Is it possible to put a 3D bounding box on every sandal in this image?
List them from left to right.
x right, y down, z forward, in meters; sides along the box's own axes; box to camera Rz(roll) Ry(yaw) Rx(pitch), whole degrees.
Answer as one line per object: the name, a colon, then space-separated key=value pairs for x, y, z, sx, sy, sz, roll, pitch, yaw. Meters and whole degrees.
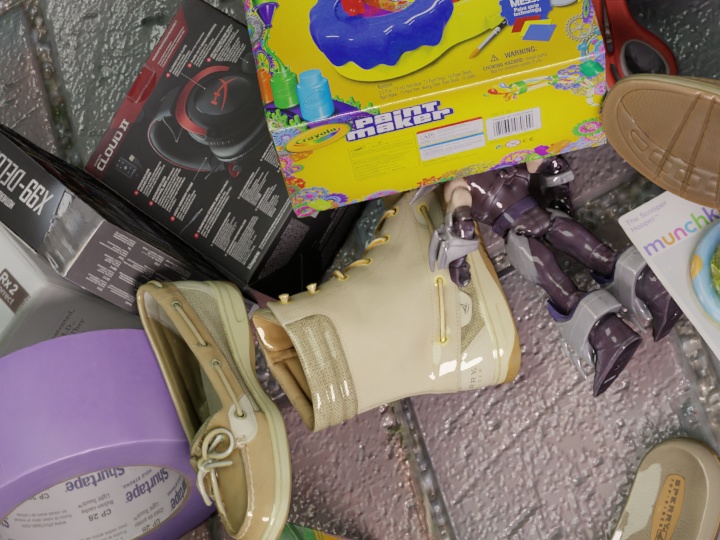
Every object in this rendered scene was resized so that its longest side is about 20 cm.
sandal: x=0.169 y=0.195 z=1.353 sx=0.080 sy=0.054 sz=0.202 roll=8 pitch=80 yaw=33

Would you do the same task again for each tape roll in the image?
tape roll: x=-0.188 y=0.126 z=1.505 sx=0.199 sy=0.200 sz=0.086 roll=-30 pitch=62 yaw=20

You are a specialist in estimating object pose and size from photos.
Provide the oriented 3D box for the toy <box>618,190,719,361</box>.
toy: x=0.253 y=0.007 z=1.338 sx=0.114 sy=0.047 sz=0.201 roll=-27 pitch=62 yaw=-11

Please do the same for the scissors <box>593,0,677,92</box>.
scissors: x=0.143 y=-0.183 z=1.418 sx=0.073 sy=0.201 sz=0.014 roll=-11 pitch=35 yaw=19

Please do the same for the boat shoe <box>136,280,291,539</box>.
boat shoe: x=-0.093 y=0.088 z=1.412 sx=0.073 sy=0.063 sz=0.202 roll=-57 pitch=38 yaw=43

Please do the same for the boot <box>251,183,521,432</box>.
boot: x=0.000 y=0.000 z=1.462 sx=0.154 sy=0.073 sz=0.201 roll=-15 pitch=67 yaw=-16

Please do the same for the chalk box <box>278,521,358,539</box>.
chalk box: x=-0.003 y=0.274 z=1.394 sx=0.124 sy=0.124 sz=0.200 roll=-46 pitch=59 yaw=12

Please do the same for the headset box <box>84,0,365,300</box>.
headset box: x=-0.088 y=-0.089 z=1.581 sx=0.199 sy=0.075 sz=0.149 roll=33 pitch=94 yaw=34

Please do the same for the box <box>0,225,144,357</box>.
box: x=-0.296 y=0.040 z=1.637 sx=0.200 sy=0.130 sz=0.199 roll=-52 pitch=56 yaw=8

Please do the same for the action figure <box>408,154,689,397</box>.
action figure: x=0.108 y=-0.022 z=1.421 sx=0.130 sy=0.070 sz=0.200 roll=-34 pitch=67 yaw=-27

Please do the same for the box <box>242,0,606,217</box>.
box: x=0.031 y=-0.163 z=1.370 sx=0.198 sy=0.122 sz=0.194 roll=-14 pitch=66 yaw=1

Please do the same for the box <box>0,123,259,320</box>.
box: x=-0.178 y=-0.025 z=1.543 sx=0.157 sy=0.200 sz=0.050 roll=38 pitch=93 yaw=33

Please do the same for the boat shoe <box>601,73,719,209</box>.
boat shoe: x=0.237 y=-0.075 z=1.337 sx=0.198 sy=0.065 sz=0.072 roll=18 pitch=123 yaw=-3

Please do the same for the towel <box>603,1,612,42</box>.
towel: x=0.096 y=-0.234 z=1.495 sx=0.035 sy=0.131 sz=0.202 roll=122 pitch=144 yaw=-62
